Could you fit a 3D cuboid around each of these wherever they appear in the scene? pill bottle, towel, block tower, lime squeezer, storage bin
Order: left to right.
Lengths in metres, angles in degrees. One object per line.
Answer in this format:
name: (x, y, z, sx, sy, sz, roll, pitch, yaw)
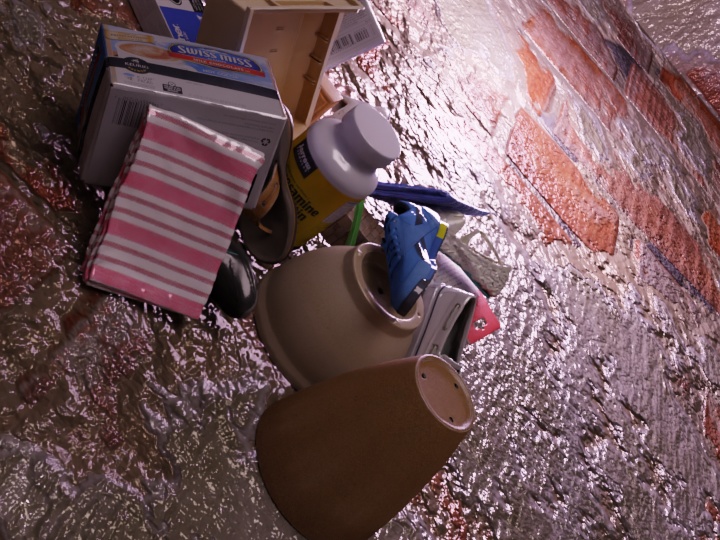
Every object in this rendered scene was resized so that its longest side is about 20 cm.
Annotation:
towel: (-0.195, -0.058, 1.353, 0.146, 0.200, 0.030, 20, 5, -32)
storage bin: (-0.111, -0.251, 1.584, 0.198, 0.200, 0.094, -11, 41, -43)
pill bottle: (-0.049, -0.118, 1.586, 0.112, 0.200, 0.112, 35, 35, -29)
block tower: (-0.045, -0.095, 1.711, 0.200, 0.054, 0.058, 52, 32, -5)
lime squeezer: (0.000, 0.000, 1.676, 0.071, 0.038, 0.200, -45, 133, -28)
towel: (0.086, -0.101, 1.773, 0.200, 0.145, 0.024, 11, 88, -69)

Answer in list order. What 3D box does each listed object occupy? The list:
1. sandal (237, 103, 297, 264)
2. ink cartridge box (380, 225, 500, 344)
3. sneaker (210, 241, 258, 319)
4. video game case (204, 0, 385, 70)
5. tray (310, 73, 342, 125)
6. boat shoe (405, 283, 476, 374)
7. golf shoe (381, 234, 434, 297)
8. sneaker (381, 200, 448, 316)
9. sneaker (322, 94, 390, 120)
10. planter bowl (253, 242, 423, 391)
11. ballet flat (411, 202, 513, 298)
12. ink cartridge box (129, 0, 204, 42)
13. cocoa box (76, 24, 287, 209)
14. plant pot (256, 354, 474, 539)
sandal: (-0.118, -0.104, 1.529, 0.055, 0.082, 0.200, -26, 126, -59)
ink cartridge box: (0.100, 0.021, 1.781, 0.200, 0.067, 0.116, 58, 30, 7)
sneaker: (-0.191, -0.023, 1.441, 0.079, 0.075, 0.200, -17, 65, -48)
video game case: (-0.093, -0.343, 1.694, 0.022, 0.200, 0.182, -35, 101, -80)
tray: (-0.123, -0.284, 1.747, 0.200, 0.099, 0.037, 54, 31, 0)
boat shoe: (0.093, 0.115, 1.583, 0.074, 0.067, 0.200, 14, 87, -57)
golf shoe: (0.072, 0.038, 1.679, 0.097, 0.078, 0.200, -32, 121, -80)
sneaker: (0.049, -0.018, 1.502, 0.078, 0.066, 0.200, 33, 32, -9)
sneaker: (-0.021, -0.177, 1.826, 0.092, 0.076, 0.200, 24, 40, -10)
planter bowl: (-0.011, 0.049, 1.539, 0.200, 0.135, 0.200, 34, 37, -29)
ballet flat: (0.134, -0.042, 1.756, 0.200, 0.072, 0.072, 41, 33, -25)
ink cartridge box: (-0.248, -0.338, 1.682, 0.094, 0.044, 0.200, -3, 63, -53)
cocoa box: (-0.202, -0.169, 1.417, 0.200, 0.133, 0.131, 8, 37, -23)
plant pot: (0.020, 0.177, 1.394, 0.186, 0.200, 0.186, 34, 35, -29)
